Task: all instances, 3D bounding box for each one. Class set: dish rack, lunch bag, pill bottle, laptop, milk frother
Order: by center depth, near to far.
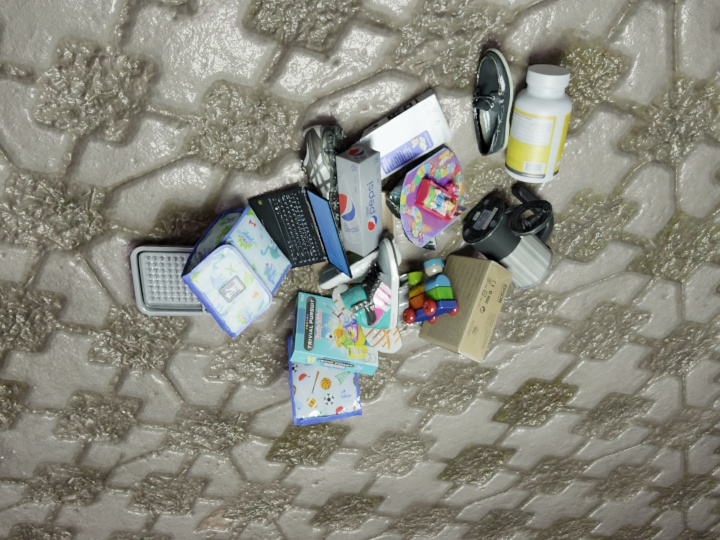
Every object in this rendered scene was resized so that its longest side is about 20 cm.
[{"bbox_3d":[0.350,-0.287,1.125,0.107,0.113,0.206,-2,122,-6],"label":"pill bottle"},{"bbox_3d":[-0.252,0.002,1.155,0.124,0.203,0.172,-6,131,40],"label":"lunch bag"},{"bbox_3d":[-0.123,-0.065,1.177,0.193,0.105,0.182,-10,120,12],"label":"laptop"},{"bbox_3d":[0.348,-0.060,1.215,0.186,0.202,0.181,34,109,-26],"label":"milk frother"},{"bbox_3d":[-0.389,0.016,1.249,0.192,0.044,0.177,1,122,-9],"label":"dish rack"},{"bbox_3d":[-0.084,0.256,1.341,0.163,0.205,0.126,-9,140,-3],"label":"lunch bag"}]

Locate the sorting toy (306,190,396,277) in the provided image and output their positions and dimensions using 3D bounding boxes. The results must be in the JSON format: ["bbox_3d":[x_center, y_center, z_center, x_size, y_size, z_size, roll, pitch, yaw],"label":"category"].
[{"bbox_3d":[-0.018,-0.079,1.251,0.192,0.037,0.191,-5,122,1],"label":"sorting toy"}]

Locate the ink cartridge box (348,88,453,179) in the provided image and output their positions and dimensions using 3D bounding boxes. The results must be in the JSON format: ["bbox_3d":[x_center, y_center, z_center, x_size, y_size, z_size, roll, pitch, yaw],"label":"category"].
[{"bbox_3d":[0.079,-0.263,1.146,0.195,0.040,0.101,-29,121,8],"label":"ink cartridge box"}]

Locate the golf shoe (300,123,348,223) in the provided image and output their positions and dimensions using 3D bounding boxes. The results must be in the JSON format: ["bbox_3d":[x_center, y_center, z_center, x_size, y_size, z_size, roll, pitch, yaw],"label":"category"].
[{"bbox_3d":[-0.072,-0.191,1.150,0.092,0.077,0.207,13,117,27],"label":"golf shoe"}]

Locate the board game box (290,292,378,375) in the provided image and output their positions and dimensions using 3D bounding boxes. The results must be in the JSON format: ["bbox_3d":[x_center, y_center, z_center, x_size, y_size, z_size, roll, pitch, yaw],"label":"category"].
[{"bbox_3d":[-0.057,0.143,1.306,0.193,0.155,0.047,12,141,-16],"label":"board game box"}]

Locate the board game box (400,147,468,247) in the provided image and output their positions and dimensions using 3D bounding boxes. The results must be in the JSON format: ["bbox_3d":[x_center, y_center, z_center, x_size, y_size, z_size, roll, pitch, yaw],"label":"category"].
[{"bbox_3d":[0.161,-0.146,1.162,0.198,0.038,0.162,-36,124,-30],"label":"board game box"}]

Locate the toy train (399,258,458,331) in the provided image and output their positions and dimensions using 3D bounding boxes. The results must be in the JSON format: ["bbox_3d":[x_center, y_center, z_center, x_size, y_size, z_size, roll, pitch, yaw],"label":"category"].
[{"bbox_3d":[0.123,0.058,1.258,0.082,0.120,0.198,3,161,-34],"label":"toy train"}]

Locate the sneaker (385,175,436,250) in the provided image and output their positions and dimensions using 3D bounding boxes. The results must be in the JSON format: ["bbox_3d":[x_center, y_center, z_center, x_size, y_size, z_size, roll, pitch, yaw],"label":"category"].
[{"bbox_3d":[0.129,-0.121,1.218,0.088,0.076,0.201,-57,142,-18],"label":"sneaker"}]

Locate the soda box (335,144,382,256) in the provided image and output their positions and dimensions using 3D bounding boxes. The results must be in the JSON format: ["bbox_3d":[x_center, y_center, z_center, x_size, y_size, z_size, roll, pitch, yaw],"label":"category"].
[{"bbox_3d":[0.000,-0.136,1.138,0.068,0.062,0.206,-35,135,-37],"label":"soda box"}]

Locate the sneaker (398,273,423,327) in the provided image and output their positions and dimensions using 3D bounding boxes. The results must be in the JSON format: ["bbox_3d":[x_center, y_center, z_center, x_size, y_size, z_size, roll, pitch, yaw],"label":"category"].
[{"bbox_3d":[0.138,0.066,1.337,0.192,0.075,0.119,-3,126,-4],"label":"sneaker"}]

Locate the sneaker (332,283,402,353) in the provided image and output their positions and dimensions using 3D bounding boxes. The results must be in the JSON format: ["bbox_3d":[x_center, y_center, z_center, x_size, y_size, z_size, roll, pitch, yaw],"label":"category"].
[{"bbox_3d":[0.023,0.099,1.299,0.078,0.077,0.201,-42,89,16],"label":"sneaker"}]

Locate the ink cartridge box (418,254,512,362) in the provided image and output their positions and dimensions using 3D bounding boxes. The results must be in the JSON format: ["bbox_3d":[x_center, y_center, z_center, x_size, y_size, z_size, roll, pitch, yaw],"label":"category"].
[{"bbox_3d":[0.227,0.078,1.257,0.073,0.164,0.206,24,85,-25],"label":"ink cartridge box"}]

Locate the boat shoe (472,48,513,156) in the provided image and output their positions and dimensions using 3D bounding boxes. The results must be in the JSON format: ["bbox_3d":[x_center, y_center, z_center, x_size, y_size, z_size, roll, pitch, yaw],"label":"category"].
[{"bbox_3d":[0.245,-0.315,1.108,0.065,0.074,0.204,-34,137,-28],"label":"boat shoe"}]

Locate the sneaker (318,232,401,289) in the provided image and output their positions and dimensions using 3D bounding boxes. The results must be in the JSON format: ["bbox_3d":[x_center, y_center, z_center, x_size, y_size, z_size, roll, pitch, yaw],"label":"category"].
[{"bbox_3d":[0.000,0.000,1.239,0.195,0.071,0.081,-26,123,12],"label":"sneaker"}]

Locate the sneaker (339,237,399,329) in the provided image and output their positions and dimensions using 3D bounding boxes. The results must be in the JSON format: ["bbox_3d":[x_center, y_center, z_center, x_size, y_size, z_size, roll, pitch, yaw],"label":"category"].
[{"bbox_3d":[0.016,0.035,1.185,0.116,0.084,0.207,-6,116,-10],"label":"sneaker"}]
